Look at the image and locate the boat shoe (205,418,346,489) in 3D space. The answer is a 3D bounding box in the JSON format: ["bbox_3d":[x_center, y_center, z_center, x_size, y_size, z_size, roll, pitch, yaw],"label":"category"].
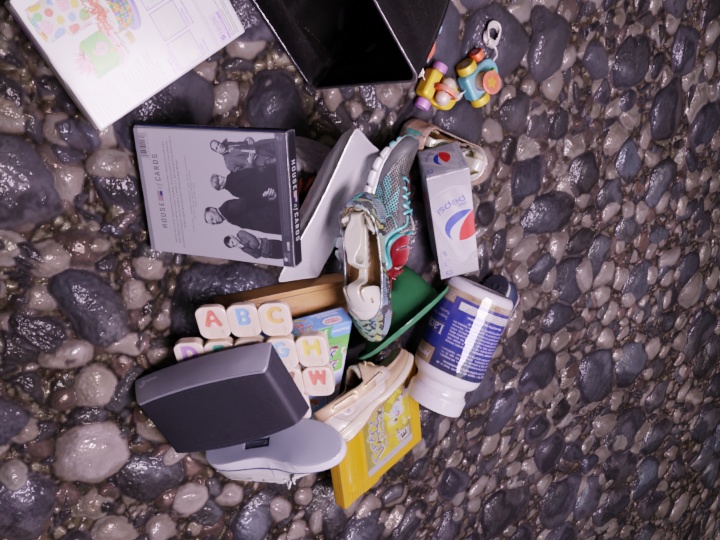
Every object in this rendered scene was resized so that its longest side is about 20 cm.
[{"bbox_3d":[-0.107,0.261,0.928,0.198,0.075,0.087,-10,134,14],"label":"boat shoe"}]

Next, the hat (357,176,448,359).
[{"bbox_3d":[0.022,0.002,1.015,0.199,0.165,0.177,-38,91,-32],"label":"hat"}]

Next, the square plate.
[{"bbox_3d":[-0.041,-0.081,0.880,0.200,0.028,0.200,-62,172,6],"label":"square plate"}]

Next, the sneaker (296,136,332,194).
[{"bbox_3d":[-0.110,-0.103,0.876,0.198,0.077,0.113,-18,140,-44],"label":"sneaker"}]

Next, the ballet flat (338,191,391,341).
[{"bbox_3d":[0.000,0.000,0.900,0.073,0.074,0.204,-10,98,-31],"label":"ballet flat"}]

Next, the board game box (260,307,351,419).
[{"bbox_3d":[-0.095,0.157,0.966,0.149,0.037,0.203,-13,131,-31],"label":"board game box"}]

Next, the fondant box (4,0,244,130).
[{"bbox_3d":[-0.243,-0.268,0.723,0.199,0.058,0.145,-41,125,-17],"label":"fondant box"}]

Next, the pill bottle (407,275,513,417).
[{"bbox_3d":[0.153,0.119,1.079,0.115,0.115,0.203,18,97,-38],"label":"pill bottle"}]

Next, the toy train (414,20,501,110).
[{"bbox_3d":[0.141,-0.305,0.979,0.197,0.055,0.153,-8,112,-32],"label":"toy train"}]

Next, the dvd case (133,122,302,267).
[{"bbox_3d":[-0.162,-0.087,0.774,0.025,0.197,0.153,-42,135,-59],"label":"dvd case"}]

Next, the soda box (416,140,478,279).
[{"bbox_3d":[0.131,-0.084,1.005,0.062,0.069,0.202,-14,134,1],"label":"soda box"}]

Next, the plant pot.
[{"bbox_3d":[-0.001,-0.351,0.785,0.178,0.198,0.200,-54,128,-20],"label":"plant pot"}]

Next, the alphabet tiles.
[{"bbox_3d":[-0.134,0.124,0.873,0.196,0.015,0.198,-3,123,6],"label":"alphabet tiles"}]

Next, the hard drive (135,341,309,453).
[{"bbox_3d":[-0.178,0.170,0.871,0.197,0.043,0.136,-16,123,14],"label":"hard drive"}]

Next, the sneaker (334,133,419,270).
[{"bbox_3d":[0.045,-0.088,0.952,0.203,0.090,0.077,-64,164,8],"label":"sneaker"}]

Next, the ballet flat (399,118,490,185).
[{"bbox_3d":[0.143,-0.169,1.024,0.198,0.067,0.069,13,98,-38],"label":"ballet flat"}]

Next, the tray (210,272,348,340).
[{"bbox_3d":[-0.108,0.071,0.957,0.197,0.037,0.100,-11,113,-31],"label":"tray"}]

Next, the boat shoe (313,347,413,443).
[{"bbox_3d":[0.006,0.166,0.986,0.069,0.074,0.200,49,48,-2],"label":"boat shoe"}]

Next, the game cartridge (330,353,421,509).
[{"bbox_3d":[0.025,0.251,1.087,0.199,0.032,0.179,-32,124,-43],"label":"game cartridge"}]

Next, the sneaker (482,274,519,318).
[{"bbox_3d":[0.211,0.111,1.175,0.082,0.070,0.201,34,91,-44],"label":"sneaker"}]
